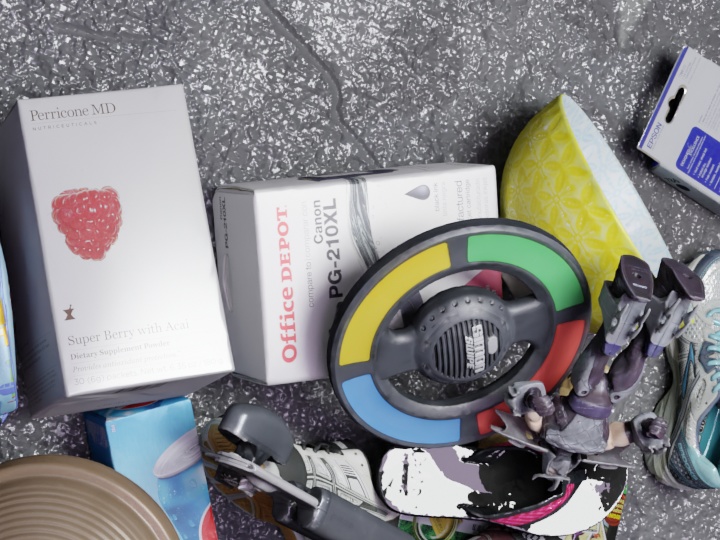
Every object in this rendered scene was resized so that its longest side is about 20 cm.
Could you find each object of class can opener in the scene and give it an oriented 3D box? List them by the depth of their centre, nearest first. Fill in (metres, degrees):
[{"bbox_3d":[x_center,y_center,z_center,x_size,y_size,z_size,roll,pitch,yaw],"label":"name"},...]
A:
[{"bbox_3d":[-0.029,0.154,1.369,0.200,0.053,0.067,33,72,-42],"label":"can opener"}]

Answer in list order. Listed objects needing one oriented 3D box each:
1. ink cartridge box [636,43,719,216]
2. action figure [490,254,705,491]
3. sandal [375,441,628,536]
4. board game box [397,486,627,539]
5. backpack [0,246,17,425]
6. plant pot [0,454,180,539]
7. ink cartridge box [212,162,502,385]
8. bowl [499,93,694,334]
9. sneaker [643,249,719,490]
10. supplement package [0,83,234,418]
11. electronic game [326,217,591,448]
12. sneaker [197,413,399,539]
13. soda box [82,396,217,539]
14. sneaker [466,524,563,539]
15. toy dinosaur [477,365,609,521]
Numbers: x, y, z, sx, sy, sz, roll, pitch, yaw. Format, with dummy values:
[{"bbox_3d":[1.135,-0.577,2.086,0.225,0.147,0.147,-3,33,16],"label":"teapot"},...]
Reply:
[{"bbox_3d":[0.312,-0.097,1.605,0.199,0.039,0.100,31,81,-24],"label":"ink cartridge box"},{"bbox_3d":[0.172,0.082,1.389,0.129,0.070,0.201,9,122,-24],"label":"action figure"},{"bbox_3d":[0.112,0.161,1.457,0.199,0.045,0.076,3,77,-15],"label":"sandal"},{"bbox_3d":[0.117,0.201,1.548,0.199,0.023,0.105,15,90,-24],"label":"board game box"},{"bbox_3d":[-0.338,0.033,1.273,0.199,0.134,0.184,-4,94,-21],"label":"backpack"},{"bbox_3d":[-0.218,0.233,1.324,0.199,0.093,0.202,0,97,-1],"label":"plant pot"},{"bbox_3d":[0.000,0.000,1.446,0.199,0.084,0.146,-7,97,-23],"label":"ink cartridge box"},{"bbox_3d":[0.161,-0.022,1.484,0.107,0.200,0.201,-31,108,14],"label":"bowl"},{"bbox_3d":[0.295,0.084,1.584,0.077,0.086,0.201,6,91,-25],"label":"sneaker"},{"bbox_3d":[-0.174,-0.012,1.324,0.121,0.120,0.201,-8,82,-22],"label":"supplement package"},{"bbox_3d":[0.072,0.048,1.389,0.199,0.042,0.201,-10,127,-13],"label":"electronic game"},{"bbox_3d":[-0.043,0.153,1.445,0.200,0.075,0.088,48,62,-36],"label":"sneaker"},{"bbox_3d":[-0.144,0.192,1.407,0.067,0.064,0.201,-14,100,-22],"label":"soda box"},{"bbox_3d":[0.159,0.262,1.481,0.200,0.076,0.115,42,38,13],"label":"sneaker"},{"bbox_3d":[0.123,0.151,1.516,0.199,0.058,0.101,-32,90,-19],"label":"toy dinosaur"}]
